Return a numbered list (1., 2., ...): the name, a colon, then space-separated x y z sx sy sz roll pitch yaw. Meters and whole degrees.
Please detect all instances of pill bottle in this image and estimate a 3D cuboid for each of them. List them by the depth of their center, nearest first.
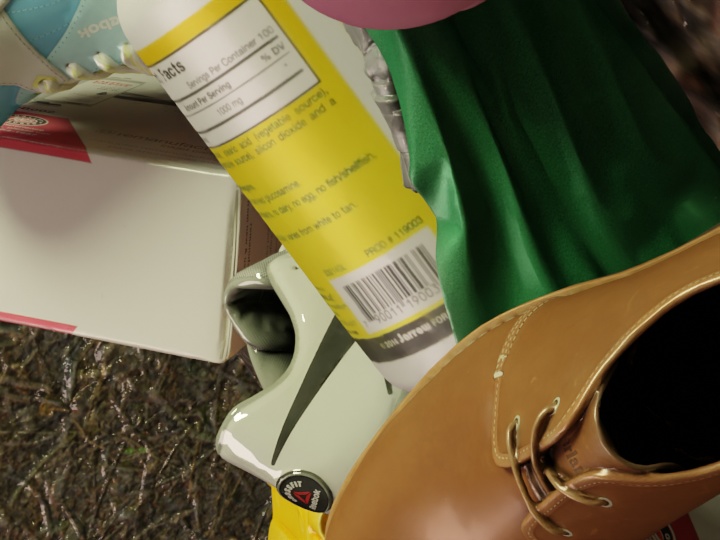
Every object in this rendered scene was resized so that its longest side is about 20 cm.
1. pill bottle: -0.003 -0.072 0.691 0.201 0.112 0.112 53 173 -10

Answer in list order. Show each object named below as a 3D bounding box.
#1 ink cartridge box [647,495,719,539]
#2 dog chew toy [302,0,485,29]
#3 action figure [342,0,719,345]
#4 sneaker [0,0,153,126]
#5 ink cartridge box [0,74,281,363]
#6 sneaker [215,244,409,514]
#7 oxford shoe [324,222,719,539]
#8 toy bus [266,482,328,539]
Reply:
1. ink cartridge box: 0.122 0.130 0.689 0.200 0.144 0.084 48 132 -3
2. dog chew toy: -0.022 -0.133 0.516 0.200 0.125 0.124 46 178 -40
3. action figure: 0.044 -0.047 0.618 0.201 0.118 0.055 61 165 -2
4. sneaker: -0.083 -0.086 0.836 0.130 0.200 0.080 39 -161 -7
5. ink cartridge box: -0.093 -0.033 0.997 0.145 0.084 0.200 9 -165 13
6. sneaker: 0.000 0.000 0.798 0.088 0.201 0.074 17 134 0
7. oxford shoe: 0.053 0.039 0.547 0.072 0.200 0.071 55 -148 5
8. toy bus: 0.055 0.111 0.898 0.136 0.198 0.194 -158 66 -74
